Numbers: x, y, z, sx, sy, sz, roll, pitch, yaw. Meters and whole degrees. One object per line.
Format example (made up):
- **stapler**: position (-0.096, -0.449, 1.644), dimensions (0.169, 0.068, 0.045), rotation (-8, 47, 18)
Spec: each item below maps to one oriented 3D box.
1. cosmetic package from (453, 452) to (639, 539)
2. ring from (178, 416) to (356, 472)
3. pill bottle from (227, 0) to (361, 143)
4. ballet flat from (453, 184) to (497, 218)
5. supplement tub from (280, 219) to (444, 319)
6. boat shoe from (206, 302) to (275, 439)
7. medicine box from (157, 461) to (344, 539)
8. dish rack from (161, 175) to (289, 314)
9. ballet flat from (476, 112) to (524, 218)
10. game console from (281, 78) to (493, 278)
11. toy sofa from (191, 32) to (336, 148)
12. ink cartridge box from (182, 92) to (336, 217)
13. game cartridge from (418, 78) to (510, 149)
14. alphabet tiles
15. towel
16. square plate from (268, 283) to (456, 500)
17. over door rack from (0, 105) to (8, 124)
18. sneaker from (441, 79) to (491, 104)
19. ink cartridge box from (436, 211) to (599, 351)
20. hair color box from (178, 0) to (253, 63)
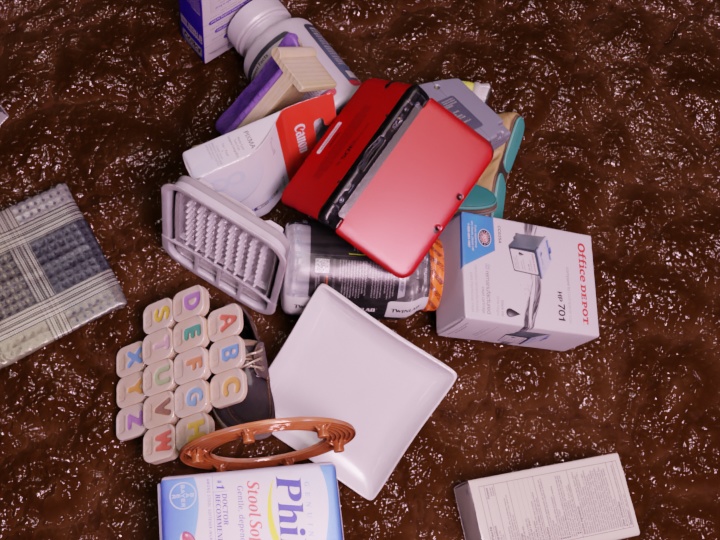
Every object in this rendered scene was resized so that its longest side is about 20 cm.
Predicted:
- **cosmetic package**: position (0.227, 0.295, 1.069), dimensions (0.199, 0.073, 0.104), rotation (-7, 71, -11)
- **ring**: position (-0.103, 0.202, 0.981), dimensions (0.200, 0.201, 0.019), rotation (-6, 66, -11)
- **pill bottle**: position (-0.090, -0.276, 1.204), dimensions (0.119, 0.120, 0.200), rotation (-34, 78, -19)
- **ballet flat**: position (0.082, -0.086, 1.151), dimensions (0.199, 0.064, 0.068), rotation (4, 46, -20)
- **supplement tub**: position (0.000, 0.000, 1.115), dimensions (0.199, 0.123, 0.123), rotation (3, 69, -7)
- **boat shoe**: position (-0.146, 0.114, 1.030), dimensions (0.074, 0.073, 0.200), rotation (-7, 38, -20)
- **medicine box**: position (-0.122, 0.322, 0.987), dimensions (0.199, 0.103, 0.183), rotation (-4, 71, -10)
- **dish rack**: position (-0.160, -0.034, 1.060), dimensions (0.171, 0.200, 0.044), rotation (32, 64, 4)
- **ballet flat**: position (0.183, -0.137, 1.237), dimensions (0.063, 0.069, 0.200), rotation (8, 63, 24)
- **game console**: position (0.029, -0.117, 1.067), dimensions (0.119, 0.172, 0.200), rotation (41, 81, -36)
- **toy sofa**: position (-0.134, -0.210, 1.125), dimensions (0.098, 0.200, 0.083), rotation (54, 33, 8)
- **ink cartridge box**: position (-0.113, -0.132, 1.109), dimensions (0.199, 0.160, 0.047), rotation (-23, 69, -7)
- **game cartridge**: position (0.085, -0.183, 1.151), dimensions (0.200, 0.042, 0.133), rotation (-28, 59, -27)
- **alphabet tiles**: position (-0.217, 0.120, 1.024), dimensions (0.195, 0.015, 0.201), rotation (-20, 61, 24)
- **towel**: position (-0.423, 0.009, 1.097), dimensions (0.200, 0.035, 0.193), rotation (-27, 79, -20)
- **square plate**: position (-0.015, 0.148, 1.065), dimensions (0.198, 0.028, 0.200), rotation (33, 104, 4)
- **over door rack**: position (-0.554, -0.161, 1.105), dimensions (0.148, 0.067, 0.200), rotation (34, 89, 4)
- **sneaker**: position (0.116, -0.192, 1.237), dimensions (0.090, 0.078, 0.200), rotation (20, 62, 8)
- **ink cartridge box**: position (0.202, 0.017, 1.139), dimensions (0.199, 0.086, 0.147), rotation (8, 68, -20)
- **hair color box**: position (-0.188, -0.383, 1.183), dimensions (0.109, 0.200, 0.065), rotation (-38, 78, -19)
